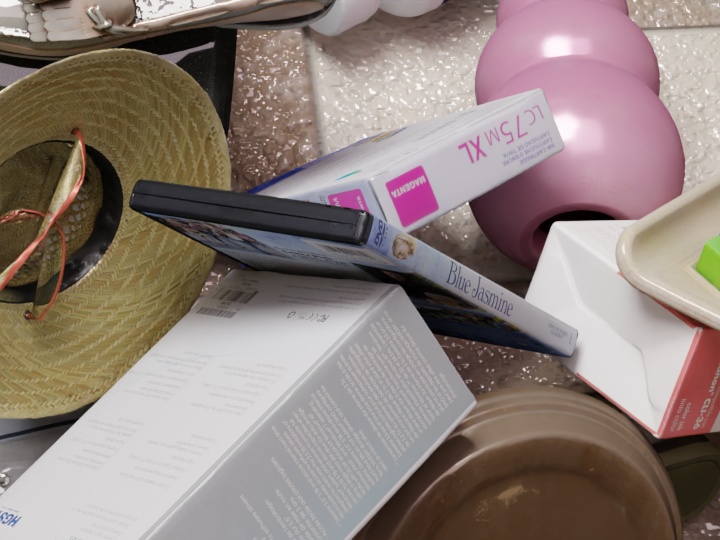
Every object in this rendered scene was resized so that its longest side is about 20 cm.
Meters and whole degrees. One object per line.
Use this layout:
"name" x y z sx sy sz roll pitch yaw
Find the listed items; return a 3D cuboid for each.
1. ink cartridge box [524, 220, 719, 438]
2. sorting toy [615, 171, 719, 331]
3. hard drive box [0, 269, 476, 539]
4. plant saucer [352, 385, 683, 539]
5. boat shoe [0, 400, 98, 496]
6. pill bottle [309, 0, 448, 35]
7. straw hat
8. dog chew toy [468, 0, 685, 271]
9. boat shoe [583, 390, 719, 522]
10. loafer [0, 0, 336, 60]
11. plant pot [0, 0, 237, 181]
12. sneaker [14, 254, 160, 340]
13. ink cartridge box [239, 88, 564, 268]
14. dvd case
"ink cartridge box" 0.196 0.026 1.143 0.199 0.068 0.116 -2 30 -40
"sorting toy" 0.245 0.012 1.079 0.199 0.037 0.185 32 28 19
"hard drive box" -0.069 0.094 1.006 0.200 0.155 0.077 -44 114 -23
"plant saucer" 0.076 0.156 1.053 0.199 0.202 0.029 -21 22 -17
"boat shoe" -0.202 0.128 1.091 0.200 0.075 0.087 -14 66 -24
"pill bottle" 0.046 -0.220 1.282 0.199 0.111 0.111 -31 69 -21
"straw hat" -0.164 -0.031 1.031 0.201 0.202 0.085 -41 48 -24
"dog chew toy" 0.118 -0.096 1.224 0.123 0.125 0.201 4 53 -4
"boat shoe" 0.096 0.105 1.121 0.199 0.075 0.068 -2 37 -36
"loafer" -0.103 -0.147 1.059 0.198 0.063 0.073 -6 88 -12
"plant pot" -0.157 -0.121 1.169 0.198 0.200 0.179 -10 76 -12
"sneaker" -0.208 0.032 1.091 0.198 0.080 0.116 24 69 -15
"ink cartridge box" 0.006 -0.045 1.148 0.119 0.199 0.042 -28 101 -29
"dvd case" 0.000 0.000 1.050 0.142 0.200 0.018 10 79 37
